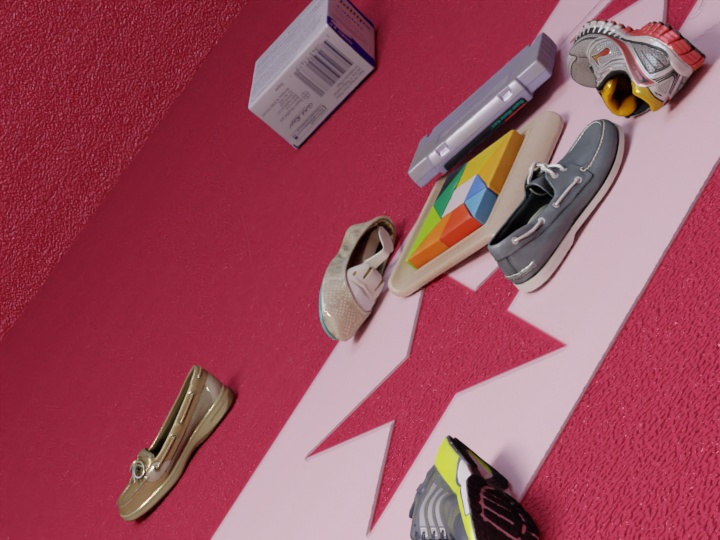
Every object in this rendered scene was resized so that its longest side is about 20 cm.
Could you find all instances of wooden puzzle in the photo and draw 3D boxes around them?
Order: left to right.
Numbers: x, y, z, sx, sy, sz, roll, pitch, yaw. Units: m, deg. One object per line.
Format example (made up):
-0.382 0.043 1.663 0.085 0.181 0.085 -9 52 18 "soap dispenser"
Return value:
0.117 -0.074 1.862 0.200 0.037 0.185 -28 28 49 "wooden puzzle"

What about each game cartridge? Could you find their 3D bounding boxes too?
0.140 -0.180 1.986 0.200 0.038 0.130 -41 15 22 "game cartridge"

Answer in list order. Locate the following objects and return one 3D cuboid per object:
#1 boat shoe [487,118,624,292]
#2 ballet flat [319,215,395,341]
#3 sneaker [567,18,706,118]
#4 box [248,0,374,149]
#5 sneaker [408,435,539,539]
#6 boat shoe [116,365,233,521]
0.185 -0.075 1.655 0.200 0.062 0.073 -58 19 -22 "boat shoe"
0.000 0.000 1.957 0.062 0.067 0.200 -29 26 27 "ballet flat"
0.251 -0.195 1.712 0.082 0.078 0.200 -54 18 -7 "sneaker"
-0.072 -0.315 2.685 0.184 0.105 0.200 -44 20 21 "box"
0.082 0.201 1.367 0.081 0.074 0.200 -55 10 7 "sneaker"
-0.234 0.209 2.106 0.201 0.063 0.073 -52 18 -3 "boat shoe"
